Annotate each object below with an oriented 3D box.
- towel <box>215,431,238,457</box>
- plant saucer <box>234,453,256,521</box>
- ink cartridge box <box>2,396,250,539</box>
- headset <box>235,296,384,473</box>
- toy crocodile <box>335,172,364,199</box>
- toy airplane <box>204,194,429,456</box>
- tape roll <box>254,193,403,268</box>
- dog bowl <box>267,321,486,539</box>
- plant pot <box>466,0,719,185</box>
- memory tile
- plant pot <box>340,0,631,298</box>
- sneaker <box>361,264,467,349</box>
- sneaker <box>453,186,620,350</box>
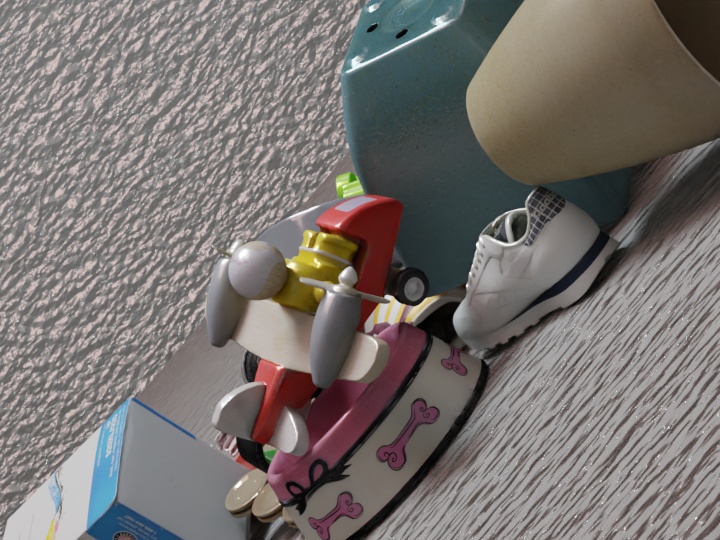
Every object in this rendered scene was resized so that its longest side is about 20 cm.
[{"bbox_3d":[-0.085,0.082,1.999,0.192,0.032,0.200,-63,0,6],"label":"towel"},{"bbox_3d":[-0.069,0.167,1.926,0.200,0.037,0.200,-42,9,42],"label":"plant saucer"},{"bbox_3d":[-0.215,0.251,1.798,0.200,0.147,0.145,-44,26,26],"label":"ink cartridge box"},{"bbox_3d":[-0.035,0.081,1.662,0.123,0.094,0.201,-7,-62,-57],"label":"headset"},{"bbox_3d":[0.023,-0.066,1.831,0.067,0.062,0.200,-18,-2,9],"label":"toy crocodile"},{"bbox_3d":[-0.056,0.039,1.520,0.199,0.141,0.200,-29,35,27],"label":"toy airplane"},{"bbox_3d":[0.000,0.000,1.794,0.199,0.067,0.200,-11,-20,-4],"label":"tape roll"},{"bbox_3d":[0.006,0.124,1.563,0.200,0.074,0.200,-48,7,8],"label":"dog bowl"},{"bbox_3d":[0.175,-0.148,1.410,0.200,0.187,0.188,-32,16,37],"label":"plant pot"},{"bbox_3d":[-0.028,0.143,1.746,0.200,0.017,0.153,-52,25,-24],"label":"memory tile"},{"bbox_3d":[0.090,-0.136,1.615,0.196,0.200,0.196,-23,30,28],"label":"plant pot"},{"bbox_3d":[0.034,0.050,1.698,0.200,0.075,0.090,-34,30,32],"label":"sneaker"},{"bbox_3d":[0.119,-0.003,1.532,0.077,0.080,0.200,-56,8,-34],"label":"sneaker"}]
